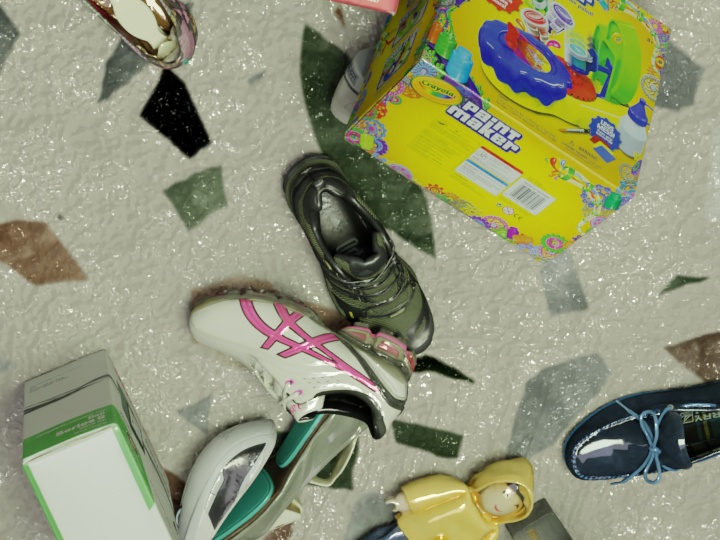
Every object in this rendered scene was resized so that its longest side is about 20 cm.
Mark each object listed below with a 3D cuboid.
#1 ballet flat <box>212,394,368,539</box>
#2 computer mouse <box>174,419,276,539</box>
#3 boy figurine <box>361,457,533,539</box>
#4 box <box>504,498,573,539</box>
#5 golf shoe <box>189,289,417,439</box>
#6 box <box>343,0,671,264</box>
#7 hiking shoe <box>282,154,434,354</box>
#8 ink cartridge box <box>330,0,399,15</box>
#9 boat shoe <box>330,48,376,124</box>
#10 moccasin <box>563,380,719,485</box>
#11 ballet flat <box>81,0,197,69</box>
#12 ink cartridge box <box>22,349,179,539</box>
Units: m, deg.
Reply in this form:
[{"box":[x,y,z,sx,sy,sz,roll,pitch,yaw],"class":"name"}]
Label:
[{"box":[-0.061,0.187,1.474,0.064,0.067,0.200,37,98,-25],"class":"ballet flat"},{"box":[-0.145,0.206,1.457,0.044,0.110,0.200,34,89,-15],"class":"computer mouse"},{"box":[0.078,0.242,1.512,0.199,0.064,0.125,-31,105,5],"class":"boy figurine"},{"box":[0.216,0.320,1.504,0.048,0.158,0.200,-34,108,0],"class":"box"},{"box":[-0.055,0.078,1.412,0.199,0.073,0.092,17,58,2],"class":"golf shoe"},{"box":[0.120,-0.150,1.325,0.199,0.193,0.122,31,142,-16],"class":"box"},{"box":[0.000,0.000,1.410,0.076,0.101,0.200,-34,108,3],"class":"hiking shoe"},{"box":[-0.028,-0.318,1.292,0.145,0.145,0.201,11,104,-11],"class":"ink cartridge box"},{"box":[0.068,-0.122,1.409,0.199,0.071,0.070,16,135,-23],"class":"boat shoe"},{"box":[0.282,0.143,1.510,0.199,0.068,0.081,-21,108,-2],"class":"moccasin"},{"box":[-0.207,-0.236,1.328,0.069,0.071,0.200,-44,107,6],"class":"ballet flat"},{"box":[-0.215,0.168,1.376,0.084,0.200,0.147,-23,108,-4],"class":"ink cartridge box"}]
